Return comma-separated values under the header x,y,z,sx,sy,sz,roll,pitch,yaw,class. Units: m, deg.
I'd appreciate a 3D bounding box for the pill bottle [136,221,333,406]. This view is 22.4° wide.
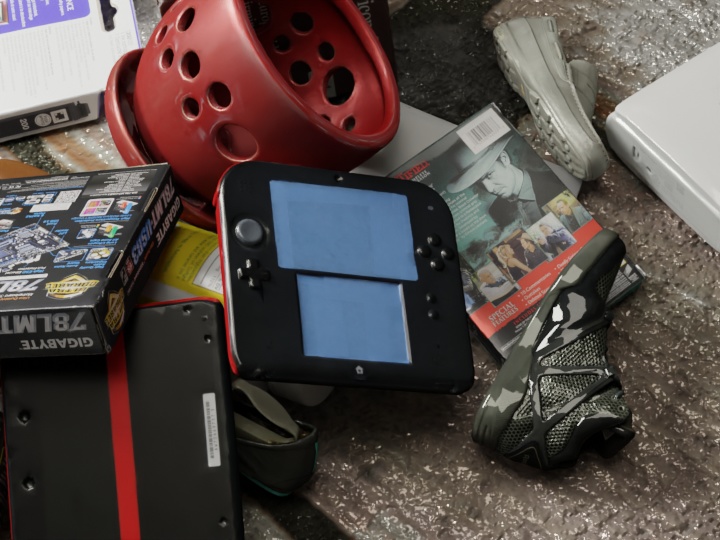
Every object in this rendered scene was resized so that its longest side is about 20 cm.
x,y,z,sx,sy,sz,roll,pitch,yaw,class
-0.111,0.032,1.455,0.199,0.115,0.115,19,58,20,pill bottle

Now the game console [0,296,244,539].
x,y,z,sx,sy,sz,roll,pitch,yaw,class
-0.178,0.127,1.345,0.176,0.031,0.201,-7,81,3,game console

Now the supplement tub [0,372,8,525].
x,y,z,sx,sy,sz,roll,pitch,yaw,class
-0.326,0.156,1.374,0.122,0.123,0.201,3,62,9,supplement tub

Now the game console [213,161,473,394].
x,y,z,sx,sy,sz,roll,pitch,yaw,class
-0.012,0.005,1.377,0.199,0.031,0.178,6,58,-24,game console

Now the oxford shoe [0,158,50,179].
x,y,z,sx,sy,sz,roll,pitch,yaw,class
-0.261,-0.052,1.565,0.199,0.071,0.071,31,64,28,oxford shoe

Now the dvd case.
x,y,z,sx,sy,sz,roll,pitch,yaw,class
0.117,-0.027,1.495,0.146,0.022,0.200,-36,76,-19,dvd case

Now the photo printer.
x,y,z,sx,sy,sz,roll,pitch,yaw,class
0.336,-0.122,1.545,0.199,0.070,0.167,-31,56,-15,photo printer

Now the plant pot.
x,y,z,sx,sy,sz,roll,pitch,yaw,class
-0.094,-0.139,1.488,0.182,0.200,0.201,-36,47,28,plant pot

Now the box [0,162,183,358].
x,y,z,sx,sy,sz,roll,pitch,yaw,class
-0.256,-0.006,1.379,0.199,0.050,0.199,-4,33,15,box

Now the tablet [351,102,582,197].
x,y,z,sx,sy,sz,roll,pitch,yaw,class
0.081,-0.071,1.539,0.199,0.014,0.131,22,54,4,tablet

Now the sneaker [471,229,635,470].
x,y,z,sx,sy,sz,roll,pitch,yaw,class
0.178,0.069,1.407,0.114,0.076,0.200,27,71,10,sneaker

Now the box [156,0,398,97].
x,y,z,sx,sy,sz,roll,pitch,yaw,class
-0.084,-0.259,1.637,0.199,0.166,0.165,-12,52,-2,box

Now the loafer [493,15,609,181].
x,y,z,sx,sy,sz,roll,pitch,yaw,class
0.178,-0.158,1.588,0.069,0.070,0.201,-20,50,-3,loafer

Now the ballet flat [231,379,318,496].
x,y,z,sx,sy,sz,roll,pitch,yaw,class
-0.119,0.100,1.392,0.199,0.069,0.068,26,30,-6,ballet flat

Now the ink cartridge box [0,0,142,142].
x,y,z,sx,sy,sz,roll,pitch,yaw,class
-0.305,-0.214,1.706,0.199,0.044,0.199,-14,53,-1,ink cartridge box
